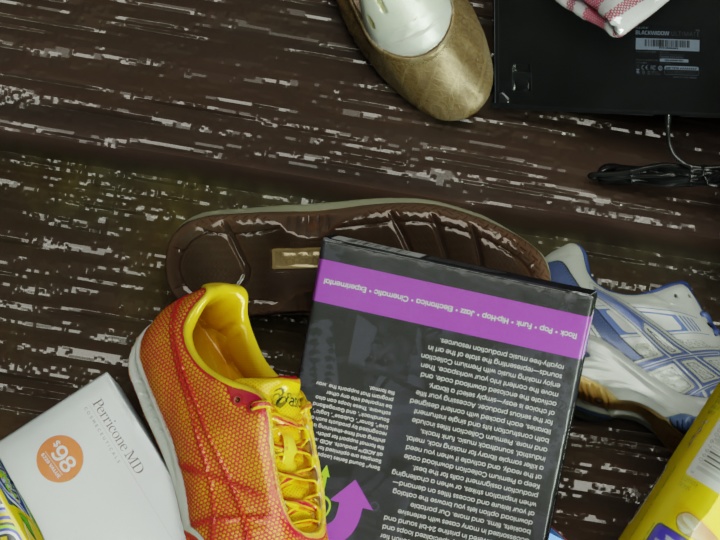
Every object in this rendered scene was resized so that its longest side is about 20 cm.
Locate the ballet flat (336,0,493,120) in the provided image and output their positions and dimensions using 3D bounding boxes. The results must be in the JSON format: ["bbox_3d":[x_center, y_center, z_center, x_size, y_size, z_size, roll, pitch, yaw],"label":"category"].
[{"bbox_3d":[0.010,-0.175,1.578,0.068,0.072,0.201,-25,78,4],"label":"ballet flat"}]

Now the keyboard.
[{"bbox_3d":[0.168,-0.099,1.567,0.199,0.021,0.128,4,103,18],"label":"keyboard"}]

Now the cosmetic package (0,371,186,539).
[{"bbox_3d":[-0.136,0.176,1.460,0.150,0.052,0.201,-33,80,-5],"label":"cosmetic package"}]

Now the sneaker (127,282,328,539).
[{"bbox_3d":[-0.053,0.097,1.434,0.073,0.077,0.201,-2,59,-52],"label":"sneaker"}]

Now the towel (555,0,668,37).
[{"bbox_3d":[0.128,-0.218,1.586,0.146,0.030,0.200,-39,52,-15],"label":"towel"}]

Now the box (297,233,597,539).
[{"bbox_3d":[0.032,0.094,1.472,0.142,0.036,0.201,12,96,10],"label":"box"}]

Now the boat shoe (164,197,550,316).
[{"bbox_3d":[0.001,-0.006,1.526,0.201,0.075,0.075,8,97,2],"label":"boat shoe"}]

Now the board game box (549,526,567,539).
[{"bbox_3d":[0.135,0.232,1.505,0.200,0.019,0.103,41,75,6],"label":"board game box"}]

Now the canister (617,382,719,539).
[{"bbox_3d":[0.186,0.175,1.444,0.148,0.087,0.201,34,88,-4],"label":"canister"}]

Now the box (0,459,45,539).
[{"bbox_3d":[-0.170,0.176,1.403,0.070,0.064,0.201,-30,80,-1],"label":"box"}]

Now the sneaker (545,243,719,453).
[{"bbox_3d":[0.175,0.050,1.533,0.199,0.075,0.089,24,72,0],"label":"sneaker"}]
